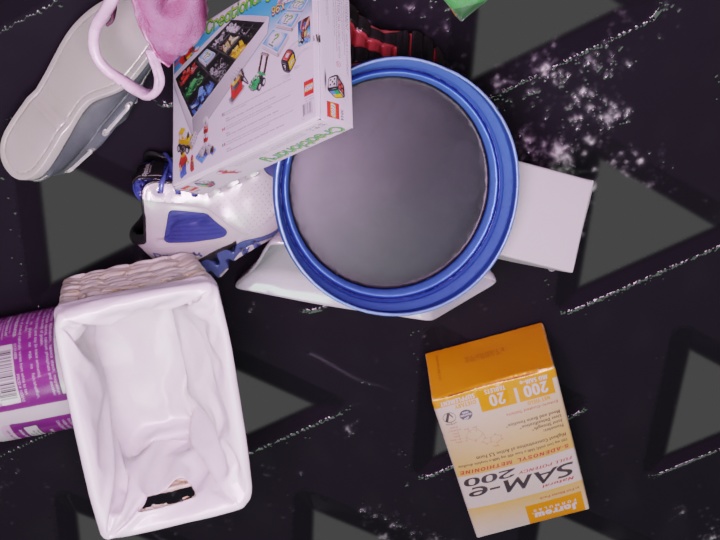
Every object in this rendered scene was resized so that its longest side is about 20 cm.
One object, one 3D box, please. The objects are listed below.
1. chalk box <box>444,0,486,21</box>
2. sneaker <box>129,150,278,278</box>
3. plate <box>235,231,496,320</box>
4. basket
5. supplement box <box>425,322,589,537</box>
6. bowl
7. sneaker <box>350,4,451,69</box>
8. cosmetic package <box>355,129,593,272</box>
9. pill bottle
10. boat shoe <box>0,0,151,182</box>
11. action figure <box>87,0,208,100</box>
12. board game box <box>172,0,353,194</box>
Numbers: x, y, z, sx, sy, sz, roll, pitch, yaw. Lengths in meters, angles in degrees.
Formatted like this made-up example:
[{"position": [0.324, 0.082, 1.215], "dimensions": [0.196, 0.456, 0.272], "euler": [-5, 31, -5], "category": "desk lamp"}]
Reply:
[{"position": [0.106, -0.310, 0.986], "dimensions": [0.199, 0.126, 0.124], "euler": [-35, 121, 20], "category": "chalk box"}, {"position": [-0.131, -0.067, 1.162], "dimensions": [0.199, 0.081, 0.115], "euler": [-40, 122, 23], "category": "sneaker"}, {"position": [0.000, 0.000, 1.195], "dimensions": [0.197, 0.033, 0.200], "euler": [10, 165, -12], "category": "plate"}, {"position": [-0.175, 0.098, 1.128], "dimensions": [0.133, 0.123, 0.203], "euler": [-11, 109, -11], "category": "basket"}, {"position": [0.149, 0.163, 1.357], "dimensions": [0.124, 0.074, 0.202], "euler": [-16, 126, 6], "category": "supplement box"}, {"position": [0.026, -0.067, 1.066], "dimensions": [0.197, 0.039, 0.204], "euler": [-2, 101, -12], "category": "bowl"}, {"position": [-0.002, -0.166, 1.124], "dimensions": [0.199, 0.075, 0.086], "euler": [27, 152, -33], "category": "sneaker"}, {"position": [0.085, -0.061, 1.158], "dimensions": [0.197, 0.107, 0.086], "euler": [12, 91, -16], "category": "cosmetic package"}, {"position": [-0.250, 0.084, 1.238], "dimensions": [0.197, 0.113, 0.113], "euler": [-11, 126, 3], "category": "pill bottle"}, {"position": [-0.218, -0.152, 1.118], "dimensions": [0.200, 0.073, 0.062], "euler": [-46, 161, 16], "category": "boat shoe"}, {"position": [-0.162, -0.248, 0.960], "dimensions": [0.133, 0.150, 0.201], "euler": [28, 155, 9], "category": "action figure"}, {"position": [-0.080, -0.144, 1.030], "dimensions": [0.034, 0.128, 0.199], "euler": [9, 164, -38], "category": "board game box"}]
